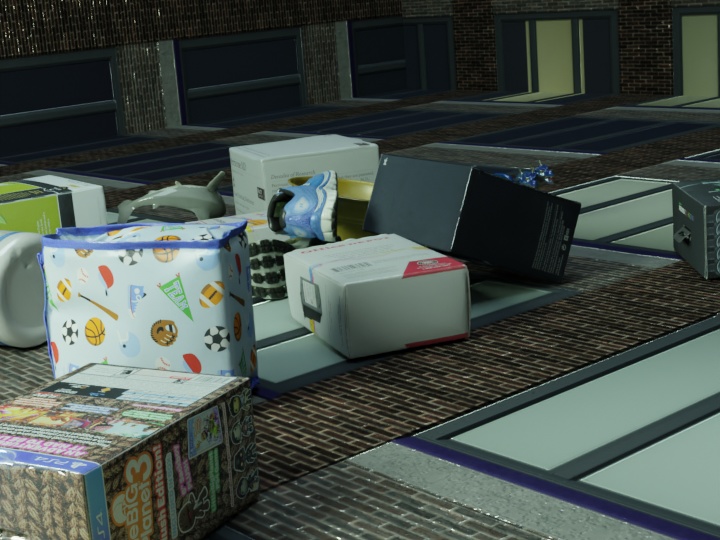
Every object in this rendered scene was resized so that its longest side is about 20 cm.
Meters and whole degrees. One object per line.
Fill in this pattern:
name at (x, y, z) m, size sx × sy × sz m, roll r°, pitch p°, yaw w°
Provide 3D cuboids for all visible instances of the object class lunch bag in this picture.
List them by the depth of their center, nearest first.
lunch bag at (-0.204, 0.042, 1.209) m, size 0.197 × 0.173 × 0.124 m, roll -3°, pitch 10°, yaw 10°

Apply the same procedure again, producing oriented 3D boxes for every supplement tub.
supplement tub at (-0.447, 0.017, 1.494) m, size 0.198 × 0.134 × 0.131 m, roll 5°, pitch 16°, yaw 35°

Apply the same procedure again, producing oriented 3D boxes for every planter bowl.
planter bowl at (-0.010, -0.075, 1.808) m, size 0.197 × 0.085 × 0.201 m, roll 7°, pitch 11°, yaw -1°

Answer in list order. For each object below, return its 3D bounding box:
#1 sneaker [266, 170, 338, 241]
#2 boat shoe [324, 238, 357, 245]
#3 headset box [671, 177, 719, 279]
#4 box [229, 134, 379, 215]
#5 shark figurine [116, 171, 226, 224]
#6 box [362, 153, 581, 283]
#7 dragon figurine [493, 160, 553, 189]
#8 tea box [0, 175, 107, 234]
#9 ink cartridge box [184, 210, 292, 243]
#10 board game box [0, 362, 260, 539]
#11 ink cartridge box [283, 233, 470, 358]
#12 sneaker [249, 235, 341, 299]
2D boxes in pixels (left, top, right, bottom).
sneaker at (-0.073, -0.085, 1.612) m, size 0.088 × 0.080 × 0.200 m, roll 3°, pitch 10°, yaw -3°
boat shoe at (0.000, 0.000, 1.535) m, size 0.197 × 0.076 × 0.062 m, roll -8°, pitch 15°, yaw -22°
headset box at (0.488, -0.059, 1.575) m, size 0.197 × 0.094 × 0.174 m, roll -5°, pitch 13°, yaw 1°
box at (-0.087, -0.135, 2.021) m, size 0.197 × 0.133 × 0.199 m, roll -9°, pitch 13°, yaw -19°
shark figurine at (-0.289, -0.096, 2.064) m, size 0.212 × 0.091 × 0.128 m, roll -4°, pitch -24°, yaw -36°
box at (0.135, -0.066, 1.578) m, size 0.180 × 0.106 × 0.199 m, roll 16°, pitch 0°, yaw -32°
dragon figurine at (0.232, -0.120, 1.915) m, size 0.058 × 0.101 × 0.200 m, roll -8°, pitch 13°, yaw -19°
tea box at (-0.478, -0.048, 1.777) m, size 0.195 × 0.136 × 0.199 m, roll -12°, pitch 15°, yaw -33°
ink cartridge box at (-0.171, -0.034, 1.754) m, size 0.197 × 0.069 × 0.115 m, roll -10°, pitch 14°, yaw -21°
board game box at (-0.192, 0.146, 0.918) m, size 0.158 × 0.098 × 0.199 m, roll 3°, pitch 15°, yaw 28°
ink cartridge box at (0.015, 0.024, 1.402) m, size 0.146 × 0.087 × 0.200 m, roll -10°, pitch 13°, yaw -19°
sneaker at (-0.111, -0.004, 1.633) m, size 0.088 × 0.078 × 0.199 m, roll -6°, pitch 2°, yaw 42°
